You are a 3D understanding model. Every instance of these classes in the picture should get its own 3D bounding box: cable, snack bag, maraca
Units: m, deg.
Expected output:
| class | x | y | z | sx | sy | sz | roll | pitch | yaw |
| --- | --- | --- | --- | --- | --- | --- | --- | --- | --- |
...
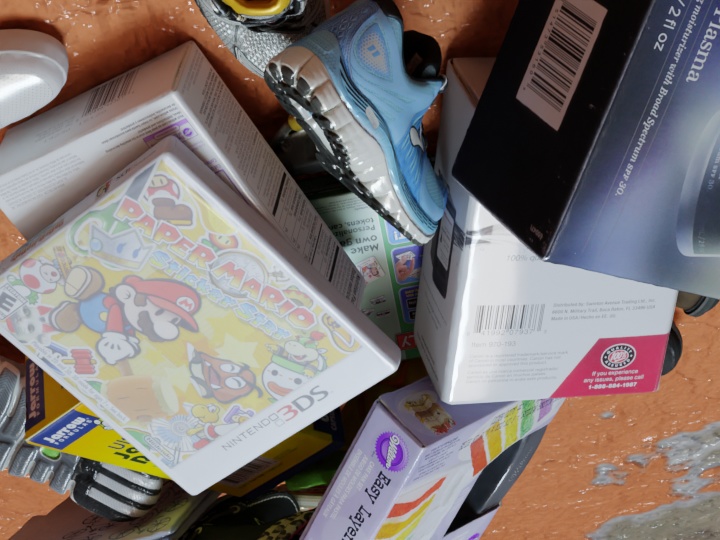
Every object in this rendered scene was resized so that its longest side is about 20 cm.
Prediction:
| class | x | y | z | sx | sy | sz | roll | pitch | yaw |
| --- | --- | --- | --- | --- | --- | --- | --- | --- | --- |
| cable | -0.045 | -0.080 | 1.298 | 0.198 | 0.051 | 0.097 | -10 | 169 | 30 |
| snack bag | -0.174 | 0.174 | 1.570 | 0.187 | 0.022 | 0.200 | -16 | -169 | 27 |
| maraca | 0.031 | 0.120 | 1.541 | 0.198 | 0.108 | 0.137 | -19 | -176 | -15 |

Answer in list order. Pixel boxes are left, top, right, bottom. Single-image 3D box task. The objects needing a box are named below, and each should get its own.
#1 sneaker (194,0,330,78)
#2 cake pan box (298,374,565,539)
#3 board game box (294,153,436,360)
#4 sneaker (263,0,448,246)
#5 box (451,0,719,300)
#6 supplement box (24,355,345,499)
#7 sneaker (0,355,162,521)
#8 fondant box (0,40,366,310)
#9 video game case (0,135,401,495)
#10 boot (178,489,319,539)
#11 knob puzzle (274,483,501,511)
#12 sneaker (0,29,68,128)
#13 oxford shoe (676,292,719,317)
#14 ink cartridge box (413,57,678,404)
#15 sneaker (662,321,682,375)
| class | x | y | z | sx | sy | sz | roll | pitch | yaw |
| --- | --- | --- | --- | --- | --- | --- | --- | --- | --- |
| sneaker | -0.060 | -0.154 | 1.105 | 0.077 | 0.083 | 0.200 | -12 | 151 | 6 |
| cake pan box | 0.045 | 0.139 | 1.385 | 0.199 | 0.052 | 0.185 | -19 | 146 | -52 |
| board game box | 0.000 | 0.000 | 1.349 | 0.198 | 0.029 | 0.136 | -11 | 124 | 1 |
| sneaker | 0.022 | -0.084 | 1.172 | 0.090 | 0.078 | 0.200 | -46 | 154 | -6 |
| box | 0.188 | -0.098 | 1.131 | 0.197 | 0.123 | 0.201 | 11 | 110 | -30 |
| supplement box | -0.121 | 0.071 | 1.446 | 0.199 | 0.110 | 0.109 | 19 | 142 | -38 |
| sneaker | -0.226 | 0.102 | 1.517 | 0.199 | 0.116 | 0.075 | 33 | 108 | -4 |
| fondant box | -0.109 | -0.022 | 1.269 | 0.143 | 0.058 | 0.201 | -22 | 120 | 24 |
| video game case | -0.106 | 0.034 | 1.261 | 0.181 | 0.023 | 0.200 | -33 | 116 | 30 |
| boot | -0.065 | 0.199 | 1.490 | 0.150 | 0.074 | 0.199 | -13 | -177 | 35 |
| knob puzzle | 0.023 | 0.188 | 1.674 | 0.217 | 0.031 | 0.220 | 0 | 178 | 0 |
| sneaker | -0.254 | -0.059 | 1.194 | 0.198 | 0.116 | 0.074 | -17 | 147 | 14 |
| oxford shoe | 0.211 | -0.036 | 1.392 | 0.084 | 0.073 | 0.201 | 7 | 149 | 8 |
| ink cartridge box | 0.119 | -0.026 | 1.281 | 0.144 | 0.084 | 0.202 | -2 | 121 | -14 |
| sneaker | 0.155 | 0.057 | 1.510 | 0.199 | 0.083 | 0.073 | 15 | 141 | -35 |
